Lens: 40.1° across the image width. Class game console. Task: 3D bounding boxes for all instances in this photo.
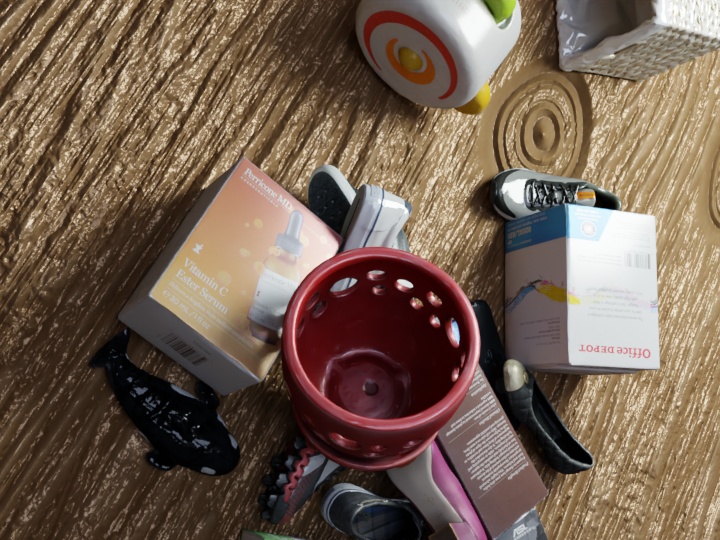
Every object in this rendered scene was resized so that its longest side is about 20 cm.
[{"bbox_3d":[0.105,0.144,1.243,0.199,0.031,0.179,-15,89,-28],"label":"game console"}]

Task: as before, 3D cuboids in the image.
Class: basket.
[{"bbox_3d":[0.392,-0.390,1.376,0.160,0.198,0.202,3,80,-30],"label":"basket"}]

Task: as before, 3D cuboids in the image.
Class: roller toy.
[{"bbox_3d":[0.092,-0.298,1.220,0.182,0.201,0.140,29,66,18],"label":"roller toy"}]

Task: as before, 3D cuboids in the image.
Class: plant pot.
[{"bbox_3d":[0.012,0.102,1.041,0.198,0.183,0.202,3,63,-6],"label":"plant pot"}]

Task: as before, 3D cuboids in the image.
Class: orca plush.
[{"bbox_3d":[-0.199,0.147,1.067,0.105,0.071,0.201,-35,98,-26],"label":"orca plush"}]

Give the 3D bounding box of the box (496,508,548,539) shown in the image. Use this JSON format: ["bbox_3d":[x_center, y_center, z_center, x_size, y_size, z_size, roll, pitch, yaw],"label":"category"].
[{"bbox_3d":[0.161,0.409,1.219,0.199,0.050,0.159,-23,92,-27],"label":"box"}]

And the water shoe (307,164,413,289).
[{"bbox_3d":[0.007,-0.046,1.213,0.201,0.071,0.079,59,40,-10],"label":"water shoe"}]

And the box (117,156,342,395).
[{"bbox_3d":[-0.140,0.007,1.084,0.152,0.106,0.201,38,60,-16],"label":"box"}]

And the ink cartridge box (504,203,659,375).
[{"bbox_3d":[0.284,0.032,1.284,0.146,0.144,0.202,6,80,-25],"label":"ink cartridge box"}]

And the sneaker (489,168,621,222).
[{"bbox_3d":[0.263,-0.100,1.332,0.198,0.079,0.075,6,81,-24],"label":"sneaker"}]

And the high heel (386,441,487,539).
[{"bbox_3d":[0.085,0.247,1.149,0.096,0.067,0.201,22,43,-60],"label":"high heel"}]

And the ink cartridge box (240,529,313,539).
[{"bbox_3d":[-0.043,0.380,1.103,0.198,0.084,0.148,14,77,-23],"label":"ink cartridge box"}]

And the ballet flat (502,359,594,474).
[{"bbox_3d":[0.238,0.184,1.263,0.201,0.056,0.067,54,41,-27],"label":"ballet flat"}]

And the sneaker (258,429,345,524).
[{"bbox_3d":[-0.039,0.211,1.137,0.098,0.071,0.201,37,67,-15],"label":"sneaker"}]

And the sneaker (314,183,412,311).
[{"bbox_3d":[0.000,0.000,1.141,0.070,0.073,0.201,18,116,-14],"label":"sneaker"}]

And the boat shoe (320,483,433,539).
[{"bbox_3d":[0.045,0.296,1.147,0.199,0.066,0.070,29,87,-36],"label":"boat shoe"}]

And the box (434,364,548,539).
[{"bbox_3d":[0.131,0.211,1.189,0.100,0.075,0.201,-30,92,-28],"label":"box"}]
